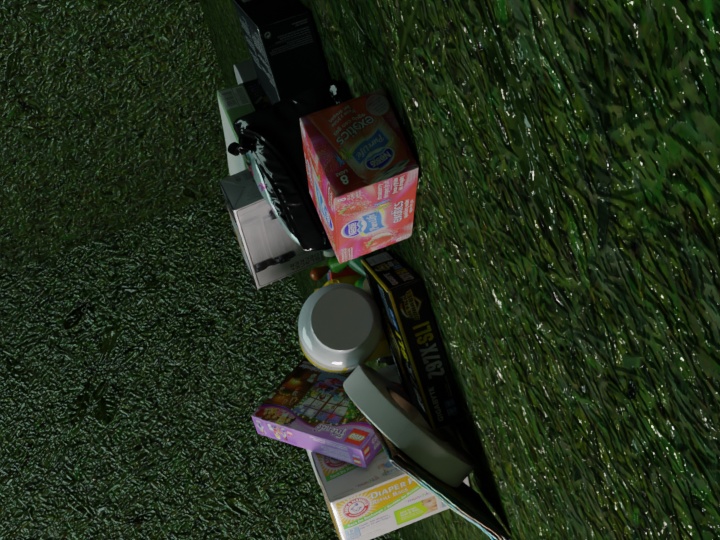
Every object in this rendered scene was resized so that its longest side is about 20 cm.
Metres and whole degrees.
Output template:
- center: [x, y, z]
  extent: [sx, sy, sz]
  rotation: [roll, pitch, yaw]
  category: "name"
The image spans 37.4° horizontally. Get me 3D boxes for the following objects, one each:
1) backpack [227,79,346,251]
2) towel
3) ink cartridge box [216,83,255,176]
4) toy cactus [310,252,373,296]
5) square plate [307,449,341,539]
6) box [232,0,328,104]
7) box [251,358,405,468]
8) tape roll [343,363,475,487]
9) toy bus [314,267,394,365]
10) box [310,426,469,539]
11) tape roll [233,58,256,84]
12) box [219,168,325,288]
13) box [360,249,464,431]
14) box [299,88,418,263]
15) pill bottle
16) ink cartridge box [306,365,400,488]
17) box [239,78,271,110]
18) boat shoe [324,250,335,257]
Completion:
- center: [-0.057, -0.127, 1.367]
  extent: [0.127, 0.166, 0.201]
  rotation: [-63, -48, -76]
  category: "backpack"
- center: [0.097, 0.268, 1.364]
  extent: [0.200, 0.022, 0.147]
  rotation: [39, -177, -17]
  category: "towel"
- center: [-0.168, -0.155, 1.595]
  extent: [0.146, 0.048, 0.200]
  rotation: [-117, 16, -44]
  category: "ink cartridge box"
- center: [0.000, 0.000, 1.532]
  extent: [0.165, 0.102, 0.200]
  rotation: [54, 157, 32]
  category: "toy cactus"
- center: [0.034, 0.289, 1.596]
  extent: [0.028, 0.198, 0.201]
  rotation: [-148, 38, -78]
  category: "square plate"
- center: [-0.108, -0.303, 1.482]
  extent: [0.200, 0.079, 0.142]
  rotation: [-123, 17, -60]
  category: "box"
- center: [-0.039, 0.201, 1.536]
  extent: [0.200, 0.137, 0.039]
  rotation: [11, 132, 34]
  category: "box"
- center: [0.063, 0.200, 1.380]
  extent: [0.203, 0.037, 0.203]
  rotation: [41, -178, -2]
  category: "tape roll"
- center: [-0.014, 0.060, 1.695]
  extent: [0.200, 0.135, 0.193]
  rotation: [169, 97, -83]
  category: "toy bus"
- center: [0.044, 0.291, 1.512]
  extent: [0.101, 0.199, 0.113]
  rotation: [-119, 10, -50]
  category: "box"
- center: [-0.193, -0.332, 2.159]
  extent: [0.200, 0.066, 0.201]
  rotation: [160, 90, -84]
  category: "tape roll"
- center: [-0.123, -0.069, 1.531]
  extent: [0.200, 0.116, 0.060]
  rotation: [83, 161, -56]
  category: "box"
- center: [0.066, 0.087, 1.383]
  extent: [0.160, 0.049, 0.201]
  rotation: [-134, 25, -70]
  category: "box"
- center: [-0.001, -0.097, 1.150]
  extent: [0.200, 0.095, 0.100]
  rotation: [89, 158, -71]
  category: "box"
- center: [-0.028, 0.078, 1.432]
  extent: [0.200, 0.112, 0.112]
  rotation: [109, 140, -80]
  category: "pill bottle"
- center: [0.010, 0.244, 1.661]
  extent: [0.083, 0.199, 0.147]
  rotation: [-162, 50, -78]
  category: "ink cartridge box"
- center: [-0.101, -0.197, 1.625]
  extent: [0.122, 0.106, 0.200]
  rotation: [80, 168, -51]
  category: "box"
- center: [-0.056, -0.082, 1.803]
  extent: [0.201, 0.070, 0.072]
  rotation: [-107, 0, -46]
  category: "boat shoe"
